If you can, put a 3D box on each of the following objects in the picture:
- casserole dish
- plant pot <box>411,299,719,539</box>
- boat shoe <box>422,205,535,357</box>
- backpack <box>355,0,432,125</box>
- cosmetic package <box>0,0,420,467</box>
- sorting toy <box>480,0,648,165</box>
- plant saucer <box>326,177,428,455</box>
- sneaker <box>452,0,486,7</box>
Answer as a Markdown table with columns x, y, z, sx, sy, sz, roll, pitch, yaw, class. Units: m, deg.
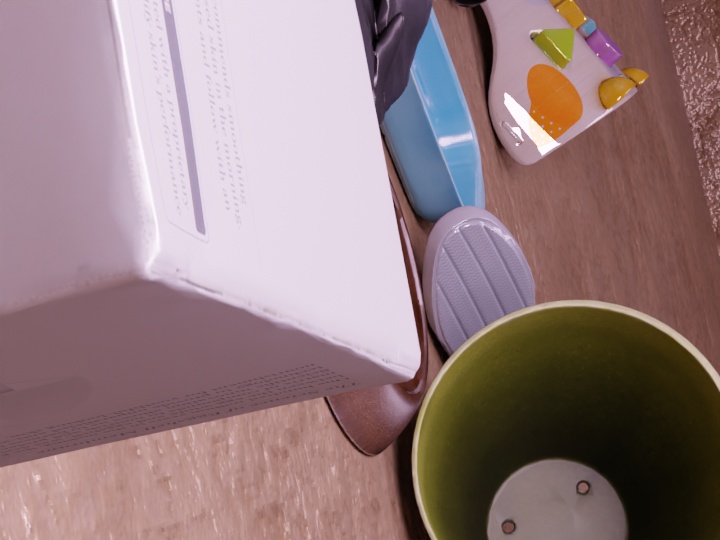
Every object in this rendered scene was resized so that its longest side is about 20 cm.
| x | y | z | sx | sy | sz | roll | pitch | yaw | class |
| --- | --- | --- | --- | --- | --- | --- | --- | --- | --- |
| 0.035 | -0.114 | 1.611 | 0.121 | 0.039 | 0.201 | -84 | 156 | -53 | casserole dish |
| 0.124 | 0.134 | 1.493 | 0.200 | 0.186 | 0.188 | 84 | -3 | -73 | plant pot |
| 0.078 | 0.034 | 1.621 | 0.062 | 0.072 | 0.201 | 55 | -12 | 51 | boat shoe |
| -0.058 | -0.135 | 1.029 | 0.191 | 0.154 | 0.200 | 68 | 20 | -3 | backpack |
| -0.112 | -0.021 | 0.596 | 0.200 | 0.198 | 0.124 | 31 | 48 | -72 | cosmetic package |
| 0.138 | -0.194 | 2.033 | 0.180 | 0.107 | 0.200 | 57 | 15 | -2 | sorting toy |
| 0.000 | 0.000 | 1.384 | 0.200 | 0.032 | 0.201 | -14 | 90 | -75 | plant saucer |
| 0.110 | -0.295 | 1.876 | 0.107 | 0.074 | 0.200 | -84 | -174 | -45 | sneaker |
